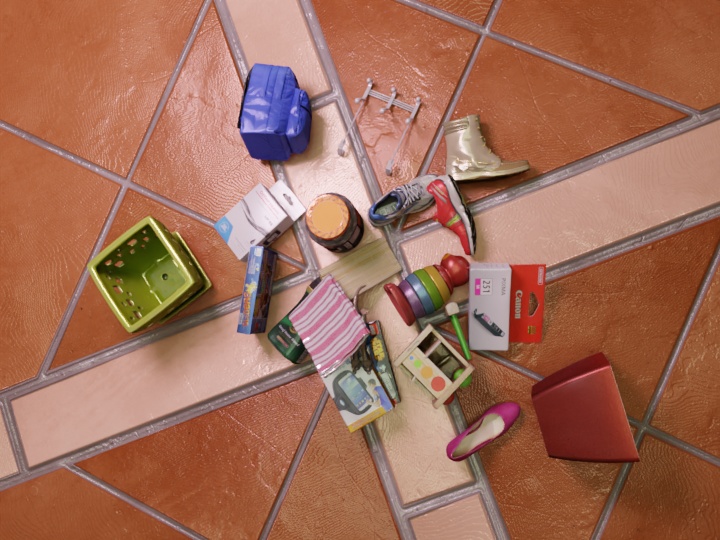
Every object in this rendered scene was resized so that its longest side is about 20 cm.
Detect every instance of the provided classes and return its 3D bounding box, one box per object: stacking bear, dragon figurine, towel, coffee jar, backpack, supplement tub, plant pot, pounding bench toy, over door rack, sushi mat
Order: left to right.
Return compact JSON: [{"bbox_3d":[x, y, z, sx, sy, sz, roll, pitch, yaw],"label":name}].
[{"bbox_3d":[-0.488,0.014,1.429,0.198,0.181,0.201,-36,83,4],"label":"plant pot"},{"bbox_3d":[-0.200,-0.385,1.437,0.165,0.163,0.203,3,74,-2],"label":"backpack"},{"bbox_3d":[-0.123,0.116,1.421,0.104,0.085,0.201,41,91,24],"label":"coffee jar"},{"bbox_3d":[-0.074,0.117,1.307,0.146,0.030,0.201,-45,51,12],"label":"towel"},{"bbox_3d":[-0.060,-0.109,1.375,0.121,0.200,0.125,-1,85,7],"label":"supplement tub"},{"bbox_3d":[-0.005,0.136,1.350,0.058,0.100,0.202,-5,52,-1],"label":"dragon figurine"},{"bbox_3d":[0.000,0.000,1.408,0.199,0.012,0.096,-29,84,-26],"label":"sushi mat"},{"bbox_3d":[0.045,-0.353,1.446,0.146,0.067,0.202,24,89,9],"label":"over door rack"},{"bbox_3d":[0.168,0.032,1.388,0.198,0.121,0.115,-31,89,-4],"label":"stacking bear"},{"bbox_3d":[0.197,0.193,1.361,0.156,0.124,0.200,43,92,8],"label":"pounding bench toy"},{"bbox_3d":[0.475,0.306,1.296,0.174,0.200,0.203,-17,84,17],"label":"plant pot"}]

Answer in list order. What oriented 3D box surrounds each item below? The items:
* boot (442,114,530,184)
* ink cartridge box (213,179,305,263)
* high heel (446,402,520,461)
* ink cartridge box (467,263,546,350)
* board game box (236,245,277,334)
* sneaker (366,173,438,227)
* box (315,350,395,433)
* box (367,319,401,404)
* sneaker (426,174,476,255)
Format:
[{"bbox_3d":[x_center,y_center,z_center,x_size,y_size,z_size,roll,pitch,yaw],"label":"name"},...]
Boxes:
[{"bbox_3d":[0.295,-0.291,1.408,0.197,0.073,0.158,-5,89,12],"label":"boot"},{"bbox_3d":[-0.246,-0.129,1.462,0.200,0.067,0.116,-42,76,3],"label":"ink cartridge box"},{"bbox_3d":[0.281,0.366,1.353,0.198,0.096,0.068,-28,83,4],"label":"high heel"},{"bbox_3d":[0.333,0.084,1.358,0.171,0.044,0.203,0,109,8],"label":"ink cartridge box"},{"bbox_3d":[-0.244,0.048,1.420,0.034,0.135,0.203,8,86,7],"label":"board game box"},{"bbox_3d":[0.105,-0.167,1.417,0.199,0.085,0.078,-32,83,3],"label":"sneaker"},{"bbox_3d":[-0.018,0.258,1.385,0.118,0.041,0.202,-30,85,4],"label":"box"},{"bbox_3d":[0.006,0.233,1.424,0.135,0.040,0.203,-16,84,7],"label":"box"},{"bbox_3d":[0.215,-0.125,1.403,0.084,0.077,0.202,-21,99,22],"label":"sneaker"}]
